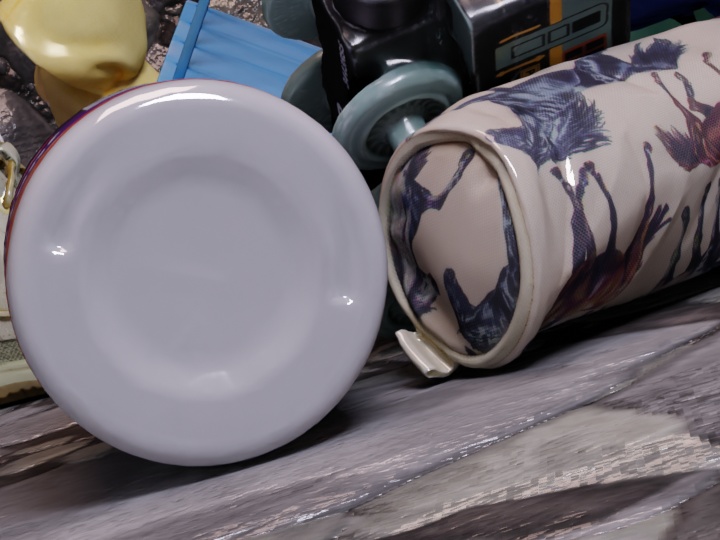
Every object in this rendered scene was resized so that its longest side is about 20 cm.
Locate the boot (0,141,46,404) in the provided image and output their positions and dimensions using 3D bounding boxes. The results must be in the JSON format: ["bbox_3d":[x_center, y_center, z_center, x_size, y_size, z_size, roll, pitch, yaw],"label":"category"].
[{"bbox_3d":[-0.139,-0.030,1.209,0.199,0.156,0.072,-16,7,4],"label":"boot"}]

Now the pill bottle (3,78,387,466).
[{"bbox_3d":[-0.057,-0.004,0.932,0.111,0.112,0.200,-16,5,-6],"label":"pill bottle"}]

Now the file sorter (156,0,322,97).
[{"bbox_3d":[0.003,-0.115,1.216,0.138,0.123,0.200,20,14,-5],"label":"file sorter"}]

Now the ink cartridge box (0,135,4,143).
[{"bbox_3d":[-0.269,0.009,1.411,0.199,0.085,0.145,-16,-9,-28],"label":"ink cartridge box"}]

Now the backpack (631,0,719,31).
[{"bbox_3d":[0.125,-0.162,1.032,0.199,0.168,0.163,-16,41,27],"label":"backpack"}]

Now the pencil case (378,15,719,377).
[{"bbox_3d":[0.093,-0.029,0.947,0.199,0.090,0.078,-20,35,-37],"label":"pencil case"}]

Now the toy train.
[{"bbox_3d":[0.035,-0.055,1.000,0.113,0.085,0.200,-23,-31,-9],"label":"toy train"}]

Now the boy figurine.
[{"bbox_3d":[-0.108,-0.058,1.290,0.064,0.124,0.200,-32,-33,-15],"label":"boy figurine"}]

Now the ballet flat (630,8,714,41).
[{"bbox_3d":[0.123,-0.132,1.201,0.067,0.071,0.200,2,24,26],"label":"ballet flat"}]
